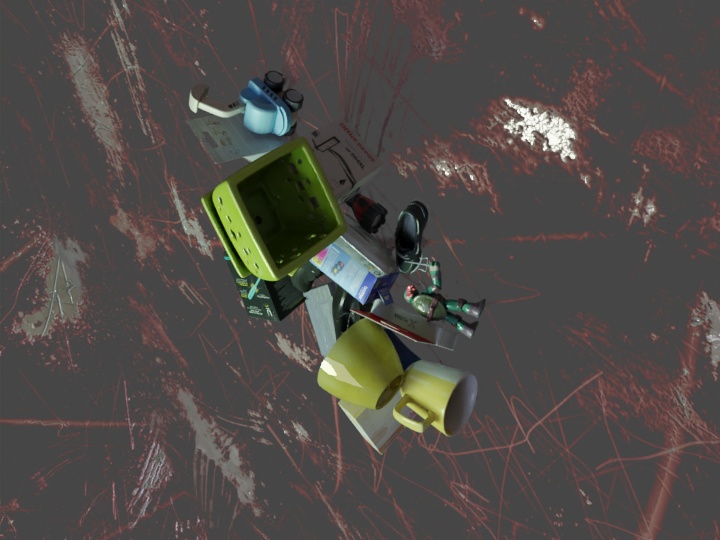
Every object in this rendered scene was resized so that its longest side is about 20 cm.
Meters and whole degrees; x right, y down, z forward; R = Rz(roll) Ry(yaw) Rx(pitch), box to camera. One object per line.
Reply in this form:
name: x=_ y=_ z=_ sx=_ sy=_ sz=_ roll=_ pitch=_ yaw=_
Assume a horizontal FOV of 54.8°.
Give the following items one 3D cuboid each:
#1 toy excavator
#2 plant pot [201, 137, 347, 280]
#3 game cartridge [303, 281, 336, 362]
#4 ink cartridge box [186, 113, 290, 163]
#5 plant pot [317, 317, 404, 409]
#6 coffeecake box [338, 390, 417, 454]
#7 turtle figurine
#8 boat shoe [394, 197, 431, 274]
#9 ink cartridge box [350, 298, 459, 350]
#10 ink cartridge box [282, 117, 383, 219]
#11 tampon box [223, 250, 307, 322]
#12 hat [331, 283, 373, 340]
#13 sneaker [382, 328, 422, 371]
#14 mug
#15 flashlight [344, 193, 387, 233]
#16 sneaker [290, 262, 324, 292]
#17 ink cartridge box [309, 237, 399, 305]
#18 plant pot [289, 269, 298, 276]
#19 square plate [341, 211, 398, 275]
toy excavator: x=-0.251 y=-0.363 z=1.535 sx=0.194 sy=0.199 sz=0.101 roll=43 pitch=141 yaw=12
plant pot: x=-0.174 y=-0.108 z=1.326 sx=0.179 sy=0.198 sz=0.204 roll=-9 pitch=112 yaw=54
game cartridge: x=-0.081 y=0.140 z=1.844 sx=0.128 sy=0.038 sz=0.206 roll=-16 pitch=91 yaw=47
ink cartridge box: x=-0.275 y=-0.297 z=1.583 sx=0.162 sy=0.196 sz=0.051 roll=51 pitch=146 yaw=29
plant pot: x=0.018 y=0.232 z=1.587 sx=0.141 sy=0.198 sz=0.203 roll=39 pitch=140 yaw=24
coffeecake box: x=0.051 y=0.342 z=1.737 sx=0.073 sy=0.154 sz=0.202 roll=33 pitch=161 yaw=40
turtle figurine: x=0.167 y=0.066 z=1.509 sx=0.196 sy=0.102 sz=0.151 roll=26 pitch=150 yaw=14
boat shoe: x=0.101 y=-0.065 z=1.506 sx=0.075 sy=0.060 sz=0.204 roll=30 pitch=136 yaw=26
ink cartridge box: x=0.101 y=0.114 z=1.558 sx=0.197 sy=0.175 sz=0.046 roll=23 pitch=91 yaw=36
ink cartridge box: x=-0.068 y=-0.215 z=1.458 sx=0.146 sy=0.199 sz=0.085 roll=47 pitch=139 yaw=6
tampon box: x=-0.255 y=0.014 z=1.887 sx=0.147 sy=0.126 sz=0.205 roll=5 pitch=123 yaw=44
hat: x=-0.007 y=0.111 z=1.713 sx=0.200 sy=0.079 sz=0.208 roll=-178 pitch=90 yaw=-70
sneaker: x=0.099 y=0.224 z=1.734 sx=0.202 sy=0.070 sz=0.078 roll=53 pitch=163 yaw=-7
mug: x=0.164 y=0.281 z=1.610 sx=0.151 sy=0.185 sz=0.154 roll=21 pitch=95 yaw=35
flashlight: x=-0.029 y=-0.164 z=1.571 sx=0.199 sy=0.067 sz=0.069 roll=38 pitch=114 yaw=24
sneaker: x=-0.122 y=-0.008 z=1.777 sx=0.090 sy=0.076 sz=0.203 roll=33 pitch=139 yaw=17
ink cartridge box: x=0.000 y=0.000 z=1.589 sx=0.198 sy=0.136 sz=0.078 roll=37 pitch=110 yaw=19
plant pot: x=-0.188 y=-0.121 z=1.641 sx=0.198 sy=0.201 sz=0.182 roll=30 pitch=166 yaw=31
square plate: x=0.004 y=-0.069 z=1.527 sx=0.199 sy=0.198 sz=0.029 roll=41 pitch=99 yaw=5
